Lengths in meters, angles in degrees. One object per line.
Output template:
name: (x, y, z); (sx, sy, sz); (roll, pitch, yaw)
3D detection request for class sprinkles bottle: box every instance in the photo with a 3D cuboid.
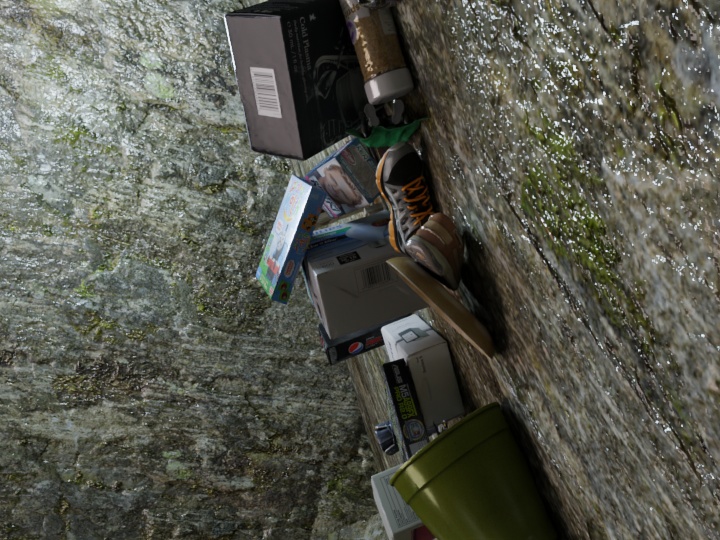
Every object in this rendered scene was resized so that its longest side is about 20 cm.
sprinkles bottle: (0.014, -0.335, 0.964); (0.068, 0.067, 0.205); (-178, 70, -81)

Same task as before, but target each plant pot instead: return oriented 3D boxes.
plant pot: (0.172, 0.328, 0.998); (0.195, 0.197, 0.202); (55, 166, 21)
plant pot: (0.116, 0.046, 0.981); (0.199, 0.028, 0.200); (43, 180, 0)

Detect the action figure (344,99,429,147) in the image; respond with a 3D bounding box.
action figure: (0.034, -0.210, 1.043); (0.200, 0.114, 0.056); (-93, -2, -88)

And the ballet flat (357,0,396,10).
ballet flat: (0.014, -0.394, 0.839); (0.202, 0.070, 0.073); (87, 162, -60)

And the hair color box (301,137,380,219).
hair color box: (-0.031, -0.160, 1.268); (0.101, 0.060, 0.199); (51, 161, -10)

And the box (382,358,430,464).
box: (0.086, 0.282, 1.238); (0.162, 0.043, 0.204); (81, 174, -54)

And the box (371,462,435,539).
box: (0.132, 0.451, 1.400); (0.110, 0.195, 0.130); (82, 166, -51)

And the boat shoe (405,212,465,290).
boat shoe: (0.116, -0.026, 0.962); (0.075, 0.073, 0.200); (34, 178, 14)

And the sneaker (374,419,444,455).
sneaker: (0.106, 0.343, 1.544); (0.204, 0.142, 0.079); (93, 158, -65)

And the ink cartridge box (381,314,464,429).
ink cartridge box: (0.116, 0.187, 1.344); (0.200, 0.082, 0.149); (-138, 30, -74)

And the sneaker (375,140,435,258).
sneaker: (0.079, -0.100, 1.056); (0.077, 0.077, 0.203); (42, 156, 46)

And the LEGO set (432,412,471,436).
LEGO set: (0.177, 0.351, 1.173); (0.155, 0.113, 0.203); (85, 165, -58)

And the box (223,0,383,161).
box: (-0.076, -0.299, 1.047); (0.122, 0.196, 0.205); (15, 128, 35)

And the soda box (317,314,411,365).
soda box: (0.011, 0.126, 1.512); (0.064, 0.195, 0.072); (81, 166, -48)

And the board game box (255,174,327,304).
board game box: (-0.126, -0.060, 1.258); (0.205, 0.036, 0.151); (-68, 23, 7)

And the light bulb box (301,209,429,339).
light bulb box: (0.000, 0.000, 1.275); (0.200, 0.193, 0.128); (-128, 24, -63)

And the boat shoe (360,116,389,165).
boat shoe: (0.001, -0.268, 1.195); (0.070, 0.069, 0.205); (161, 90, -78)

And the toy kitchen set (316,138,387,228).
toy kitchen set: (-0.048, -0.130, 1.434); (0.201, 0.176, 0.167); (103, 146, -73)
